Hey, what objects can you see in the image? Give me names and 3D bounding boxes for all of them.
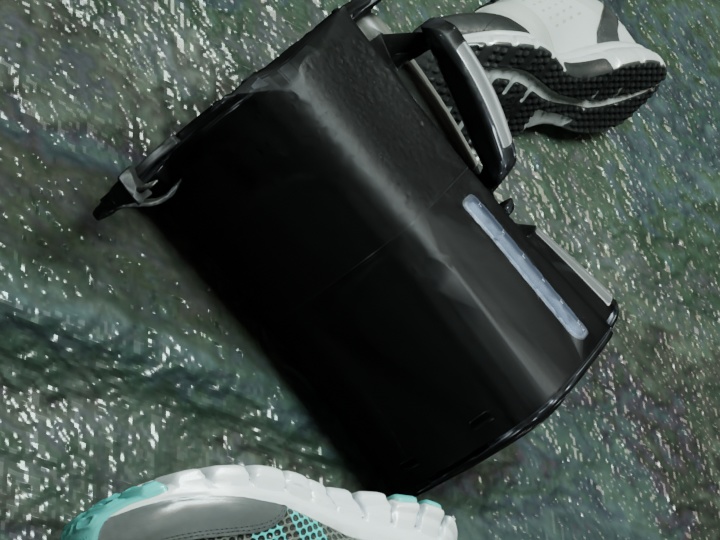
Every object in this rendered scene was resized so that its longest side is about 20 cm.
[{"bbox_3d":[0.000,0.000,1.026,0.192,0.135,0.200,-40,94,-28],"label":"coffee maker"},{"bbox_3d":[-0.031,0.134,0.924,0.200,0.078,0.091,13,59,-39],"label":"sneaker"},{"bbox_3d":[0.081,-0.118,1.233,0.200,0.074,0.080,-2,51,-52],"label":"sneaker"}]
